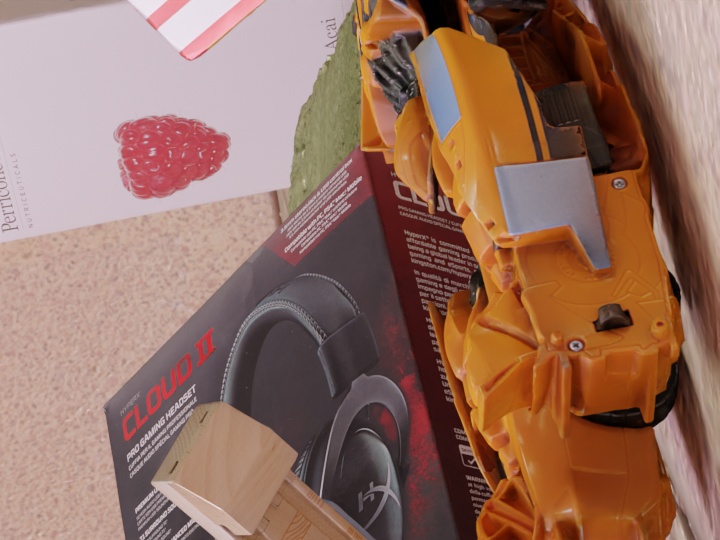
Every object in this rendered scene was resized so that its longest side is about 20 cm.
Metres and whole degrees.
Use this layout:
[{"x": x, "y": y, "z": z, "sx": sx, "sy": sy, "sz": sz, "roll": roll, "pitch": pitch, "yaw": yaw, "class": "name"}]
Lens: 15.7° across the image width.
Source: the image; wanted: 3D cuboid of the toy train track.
[{"x": 0.031, "y": 0.101, "z": 0.631, "sx": 0.200, "sy": 0.115, "sz": 0.032, "roll": 44, "pitch": 151, "yaw": -25, "class": "toy train track"}]

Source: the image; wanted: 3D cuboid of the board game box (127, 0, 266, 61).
[{"x": -0.055, "y": -0.161, "z": 0.677, "sx": 0.152, "sy": 0.046, "sz": 0.200, "roll": 46, "pitch": -150, "yaw": -13, "class": "board game box"}]

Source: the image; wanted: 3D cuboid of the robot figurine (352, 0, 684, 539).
[{"x": 0.035, "y": -0.025, "z": 0.646, "sx": 0.145, "sy": 0.058, "sz": 0.200, "roll": 85, "pitch": 173, "yaw": -49, "class": "robot figurine"}]

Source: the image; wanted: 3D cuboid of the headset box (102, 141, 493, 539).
[{"x": 0.000, "y": 0.072, "z": 0.787, "sx": 0.149, "sy": 0.077, "sz": 0.200, "roll": -43, "pitch": 45, "yaw": 35, "class": "headset box"}]

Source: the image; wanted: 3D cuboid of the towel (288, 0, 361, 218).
[{"x": 0.000, "y": 0.000, "z": 0.959, "sx": 0.148, "sy": 0.036, "sz": 0.201, "roll": 122, "pitch": 152, "yaw": -63, "class": "towel"}]

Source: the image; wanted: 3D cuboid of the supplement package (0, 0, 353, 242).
[{"x": -0.082, "y": -0.108, "z": 1.141, "sx": 0.120, "sy": 0.199, "sz": 0.121, "roll": -104, "pitch": 4, "yaw": -47, "class": "supplement package"}]
